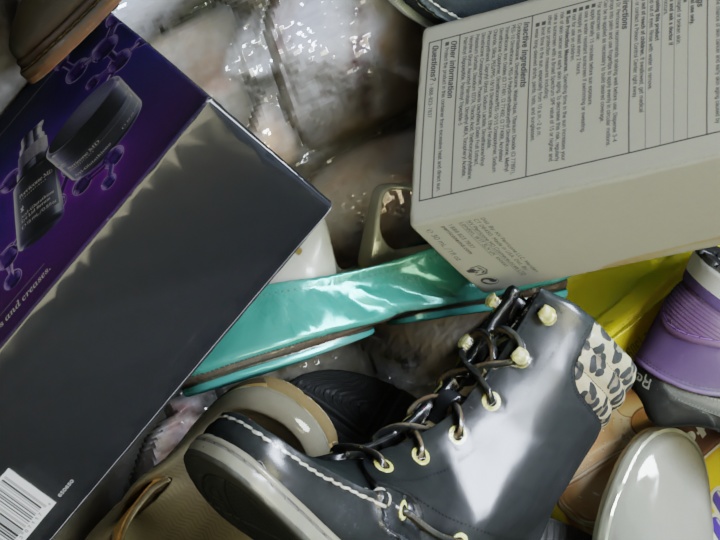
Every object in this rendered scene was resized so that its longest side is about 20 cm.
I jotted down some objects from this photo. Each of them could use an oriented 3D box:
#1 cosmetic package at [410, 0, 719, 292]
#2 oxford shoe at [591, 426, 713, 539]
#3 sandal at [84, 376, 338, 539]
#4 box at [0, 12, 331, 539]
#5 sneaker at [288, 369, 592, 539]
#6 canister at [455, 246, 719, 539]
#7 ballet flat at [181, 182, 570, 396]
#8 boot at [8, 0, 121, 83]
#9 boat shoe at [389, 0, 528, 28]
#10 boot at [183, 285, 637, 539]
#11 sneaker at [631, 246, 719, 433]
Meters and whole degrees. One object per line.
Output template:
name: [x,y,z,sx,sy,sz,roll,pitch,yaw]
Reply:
cosmetic package: [0.124,-0.066,1.034,0.071,0.199,0.106,40,48,-48]
oxford shoe: [0.138,0.167,1.101,0.075,0.058,0.202,20,68,-32]
sandal: [-0.079,0.129,1.088,0.080,0.054,0.200,35,121,-3]
box: [-0.124,0.006,1.001,0.079,0.141,0.200,40,90,-30]
sneaker: [0.026,0.136,1.165,0.200,0.115,0.076,36,51,-3]
canister: [0.148,0.086,1.198,0.148,0.087,0.201,-38,120,-9]
ballet flat: [0.000,0.000,1.113,0.199,0.067,0.071,-15,92,-20]
boot: [-0.105,-0.178,0.990,0.097,0.075,0.201,35,93,-14]
boat shoe: [0.105,-0.127,1.104,0.199,0.060,0.076,0,110,-26]
boot: [0.026,0.065,1.034,0.203,0.073,0.154,39,77,-42]
sneaker: [0.213,0.071,1.129,0.199,0.076,0.088,30,102,-10]
